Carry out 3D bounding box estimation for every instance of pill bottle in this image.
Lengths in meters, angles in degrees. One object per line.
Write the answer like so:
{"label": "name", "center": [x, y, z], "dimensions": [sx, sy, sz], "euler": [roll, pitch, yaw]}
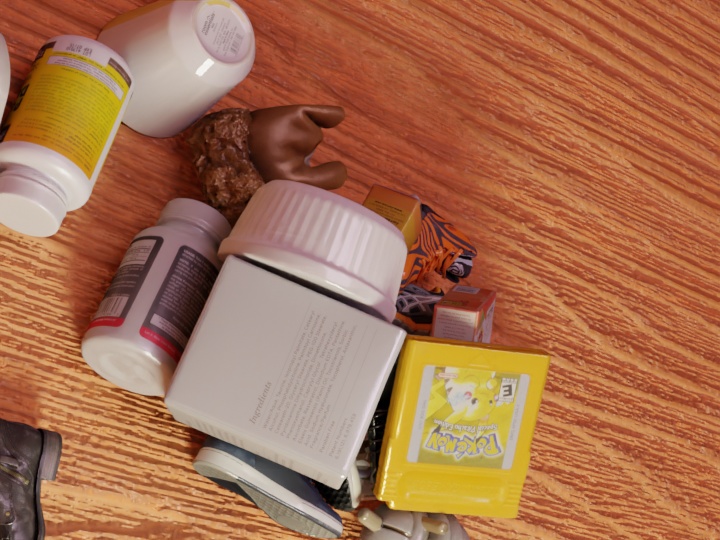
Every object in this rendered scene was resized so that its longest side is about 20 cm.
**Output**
{"label": "pill bottle", "center": [-0.316, -0.139, 1.526], "dimensions": [0.109, 0.109, 0.201], "euler": [35, 56, -29]}
{"label": "pill bottle", "center": [-0.211, 0.024, 1.571], "dimensions": [0.111, 0.111, 0.200], "euler": [39, 55, -26]}

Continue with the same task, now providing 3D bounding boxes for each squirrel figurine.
{"label": "squirrel figurine", "center": [-0.111, -0.090, 1.688], "dimensions": [0.200, 0.141, 0.187], "euler": [-1, 85, -41]}

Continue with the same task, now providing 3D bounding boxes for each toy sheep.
{"label": "toy sheep", "center": [0.065, 0.329, 1.711], "dimensions": [0.200, 0.138, 0.138], "euler": [48, 51, -32]}

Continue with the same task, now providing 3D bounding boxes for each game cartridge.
{"label": "game cartridge", "center": [0.115, 0.178, 1.656], "dimensions": [0.176, 0.032, 0.201], "euler": [7, 100, -18]}

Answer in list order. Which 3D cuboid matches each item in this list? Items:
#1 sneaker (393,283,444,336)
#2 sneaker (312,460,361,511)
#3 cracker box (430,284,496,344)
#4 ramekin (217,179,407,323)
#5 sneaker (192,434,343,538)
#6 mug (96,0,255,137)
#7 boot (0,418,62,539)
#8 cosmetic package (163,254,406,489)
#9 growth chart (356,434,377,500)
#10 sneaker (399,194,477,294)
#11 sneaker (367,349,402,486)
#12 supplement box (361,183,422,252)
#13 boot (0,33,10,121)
{"label": "sneaker", "center": [0.039, 0.051, 1.819], "dimensions": [0.200, 0.078, 0.077], "euler": [12, 57, -43]}
{"label": "sneaker", "center": [-0.020, 0.176, 1.708], "dimensions": [0.093, 0.070, 0.200], "euler": [-19, 93, -39]}
{"label": "cracker box", "center": [0.113, 0.127, 1.735], "dimensions": [0.134, 0.057, 0.201], "euler": [-34, 131, -74]}
{"label": "ramekin", "center": [-0.043, -0.021, 1.548], "dimensions": [0.202, 0.202, 0.095], "euler": [29, 77, -32]}
{"label": "sneaker", "center": [-0.078, 0.204, 1.658], "dimensions": [0.202, 0.077, 0.147], "euler": [38, 58, -26]}
{"label": "mug", "center": [-0.201, -0.259, 1.634], "dimensions": [0.149, 0.153, 0.187], "euler": [-18, 89, -42]}
{"label": "boot", "center": [-0.385, 0.205, 1.400], "dimensions": [0.174, 0.069, 0.201], "euler": [27, 54, -30]}
{"label": "cosmetic package", "center": [-0.078, 0.110, 1.522], "dimensions": [0.199, 0.167, 0.167], "euler": [23, 78, 1]}
{"label": "growth chart", "center": [0.010, 0.185, 1.781], "dimensions": [0.144, 0.018, 0.201], "euler": [-5, 80, -39]}
{"label": "sneaker", "center": [0.087, -0.016, 1.821], "dimensions": [0.112, 0.078, 0.200], "euler": [30, 36, -6]}
{"label": "sneaker", "center": [0.037, 0.168, 1.683], "dimensions": [0.200, 0.075, 0.106], "euler": [72, 22, -49]}
{"label": "supplement box", "center": [0.000, 0.000, 1.695], "dimensions": [0.200, 0.069, 0.067], "euler": [-61, 161, -26]}
{"label": "boot", "center": [-0.434, -0.169, 1.460], "dimensions": [0.144, 0.072, 0.201], "euler": [18, 69, -35]}
